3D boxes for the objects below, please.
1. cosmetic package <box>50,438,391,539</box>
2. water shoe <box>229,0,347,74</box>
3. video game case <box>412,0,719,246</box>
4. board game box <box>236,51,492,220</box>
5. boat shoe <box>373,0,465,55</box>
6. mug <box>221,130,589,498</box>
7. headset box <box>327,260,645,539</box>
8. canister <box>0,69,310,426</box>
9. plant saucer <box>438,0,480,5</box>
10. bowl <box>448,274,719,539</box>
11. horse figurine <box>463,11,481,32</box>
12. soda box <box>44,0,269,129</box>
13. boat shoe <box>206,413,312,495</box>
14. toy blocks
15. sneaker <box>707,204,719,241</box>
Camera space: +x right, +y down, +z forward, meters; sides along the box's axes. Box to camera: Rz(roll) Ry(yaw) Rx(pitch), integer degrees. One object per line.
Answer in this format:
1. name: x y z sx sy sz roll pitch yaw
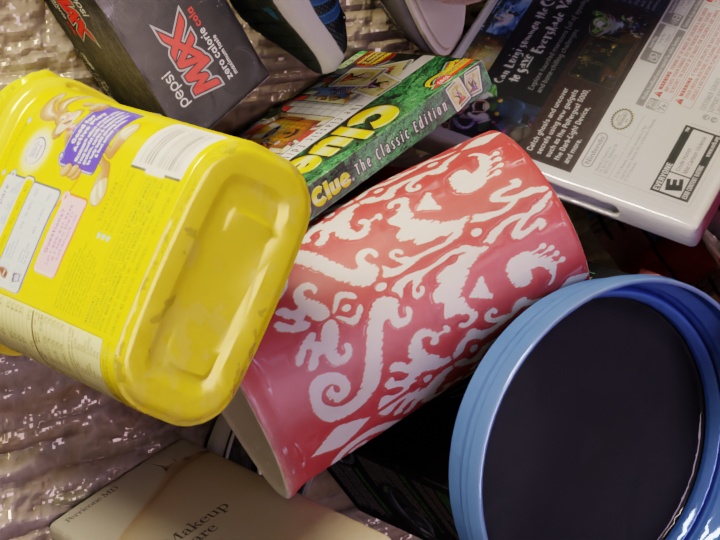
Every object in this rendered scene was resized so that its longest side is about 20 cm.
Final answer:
1. cosmetic package: -0.070 0.170 1.242 0.104 0.200 0.073 -33 121 -28
2. water shoe: -0.031 -0.170 1.214 0.079 0.071 0.200 -51 161 -7
3. video game case: 0.151 -0.119 1.330 0.200 0.182 0.023 -58 158 -29
4. board game box: -0.030 -0.065 1.258 0.200 0.105 0.023 -38 123 -33
5. boat shoe: 0.007 -0.212 1.302 0.067 0.057 0.200 -53 134 -37
6. mug: 0.002 -0.001 1.238 0.200 0.133 0.178 -29 76 -11
7. headset box: 0.092 0.081 1.344 0.174 0.200 0.093 -47 126 -17
8. canister: -0.126 -0.013 1.149 0.087 0.200 0.149 27 85 -38
9. plant saucer: 0.042 -0.248 1.266 0.200 0.037 0.201 -11 104 -54
10. bowl: 0.133 0.099 1.227 0.201 0.039 0.201 -8 105 -33
11. horse figurine: 0.172 -0.134 1.420 0.200 0.133 0.050 -28 160 -29
12. soda box: -0.130 -0.163 1.194 0.071 0.063 0.200 -44 125 -20
13. boat shoe: -0.027 0.046 1.329 0.071 0.064 0.200 16 92 -39
14. toy blocks: 0.193 -0.004 1.417 0.100 0.200 0.137 -35 115 10
15. sneaker: 0.243 -0.076 1.375 0.112 0.078 0.200 -46 175 14
